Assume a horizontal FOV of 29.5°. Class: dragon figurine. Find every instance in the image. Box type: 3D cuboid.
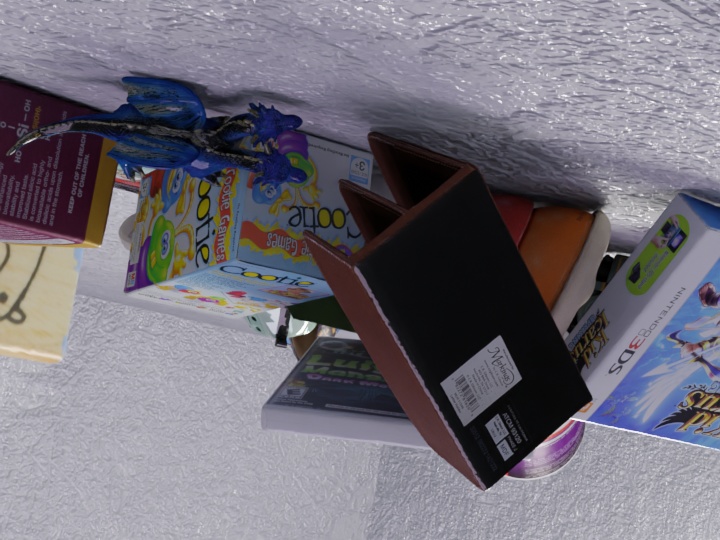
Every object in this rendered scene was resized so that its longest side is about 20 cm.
[{"bbox_3d":[-0.132,-0.091,0.898,0.199,0.059,0.099,10,173,-6],"label":"dragon figurine"}]

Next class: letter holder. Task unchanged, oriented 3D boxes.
[{"bbox_3d":[0.043,0.022,0.912,0.142,0.100,0.200,31,155,56],"label":"letter holder"}]

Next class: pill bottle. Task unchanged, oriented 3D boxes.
[{"bbox_3d":[0.147,0.122,1.237,0.112,0.113,0.200,9,158,12],"label":"pill bottle"}]

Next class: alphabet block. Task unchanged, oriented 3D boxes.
[{"bbox_3d":[-0.404,-0.025,1.318,0.196,0.196,0.200,4,173,30],"label":"alphabet block"}]

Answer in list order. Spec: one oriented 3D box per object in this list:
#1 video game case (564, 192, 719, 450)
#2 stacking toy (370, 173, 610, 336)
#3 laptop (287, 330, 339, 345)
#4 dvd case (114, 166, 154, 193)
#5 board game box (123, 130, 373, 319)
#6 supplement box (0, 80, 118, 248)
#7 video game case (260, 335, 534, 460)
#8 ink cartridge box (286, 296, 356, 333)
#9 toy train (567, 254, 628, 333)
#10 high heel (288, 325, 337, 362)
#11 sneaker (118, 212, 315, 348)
[{"bbox_3d":[0.258,0.047,1.017,0.199,0.182,0.046,15,-148,-34],"label":"video game case"},{"bbox_3d":[0.080,-0.019,1.056,0.199,0.146,0.146,28,174,4],"label":"stacking toy"},{"bbox_3d":[0.029,0.051,1.631,0.199,0.116,0.187,9,174,13],"label":"laptop"},{"bbox_3d":[-0.159,-0.082,1.186,0.146,0.022,0.200,14,173,-32],"label":"dvd case"},{"bbox_3d":[-0.089,-0.032,1.042,0.105,0.103,0.200,14,165,-30],"label":"board game box"},{"bbox_3d":[-0.296,-0.086,1.004,0.131,0.104,0.200,4,172,46],"label":"supplement box"},{"bbox_3d":[0.042,0.094,1.059,0.199,0.023,0.182,5,-165,11],"label":"video game case"},{"bbox_3d":[0.000,0.000,1.195,0.200,0.048,0.146,19,-152,-43],"label":"ink cartridge box"},{"bbox_3d":[0.274,0.044,1.212,0.199,0.114,0.085,11,141,18],"label":"toy train"},{"bbox_3d":[-0.066,0.017,1.359,0.071,0.143,0.200,8,173,22],"label":"high heel"},{"bbox_3d":[-0.131,0.011,1.290,0.200,0.074,0.118,12,134,8],"label":"sneaker"}]
